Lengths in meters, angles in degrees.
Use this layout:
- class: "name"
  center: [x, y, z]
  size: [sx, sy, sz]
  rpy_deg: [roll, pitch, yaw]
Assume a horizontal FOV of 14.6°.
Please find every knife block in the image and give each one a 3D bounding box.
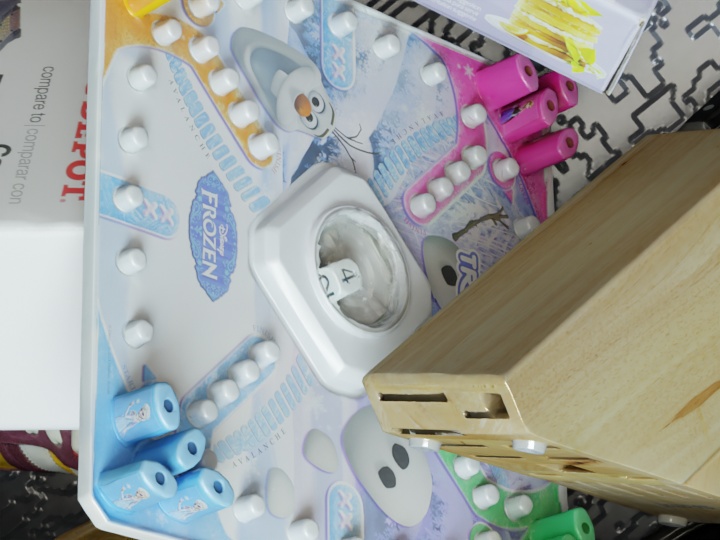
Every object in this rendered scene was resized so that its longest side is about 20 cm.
- class: "knife block"
  center: [0.104, -0.012, 0.888]
  size: [0.200, 0.064, 0.176]
  rpy_deg: [19, 75, -40]

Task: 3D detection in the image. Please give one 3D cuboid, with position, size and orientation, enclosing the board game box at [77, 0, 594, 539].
- class: "board game box"
  center: [0.000, 0.000, 0.873]
  size: [0.026, 0.200, 0.201]
  rpy_deg: [-23, 59, 42]

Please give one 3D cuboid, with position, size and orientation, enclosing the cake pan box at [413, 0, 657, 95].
- class: "cake pan box"
  center: [0.039, -0.177, 0.906]
  size: [0.184, 0.052, 0.200]
  rpy_deg: [29, 59, 0]

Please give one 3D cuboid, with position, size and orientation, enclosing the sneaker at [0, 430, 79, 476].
- class: "sneaker"
  center: [-0.080, 0.039, 0.947]
  size: [0.199, 0.090, 0.075]
  rpy_deg: [4, 93, 2]

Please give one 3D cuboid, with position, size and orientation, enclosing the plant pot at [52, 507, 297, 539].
- class: "plant pot"
  center: [-0.033, 0.173, 0.882]
  size: [0.186, 0.186, 0.201]
  rpy_deg: [-18, 99, 4]

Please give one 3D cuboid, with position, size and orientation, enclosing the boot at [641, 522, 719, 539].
- class: "boot"
  center: [0.177, 0.109, 0.904]
  size: [0.210, 0.158, 0.080]
  rpy_deg: [-16, 92, 3]

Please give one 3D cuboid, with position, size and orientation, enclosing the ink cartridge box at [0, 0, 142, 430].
- class: "ink cartridge box"
  center: [-0.157, -0.022, 0.912]
  size: [0.199, 0.145, 0.085]
  rpy_deg: [0, 127, 3]
